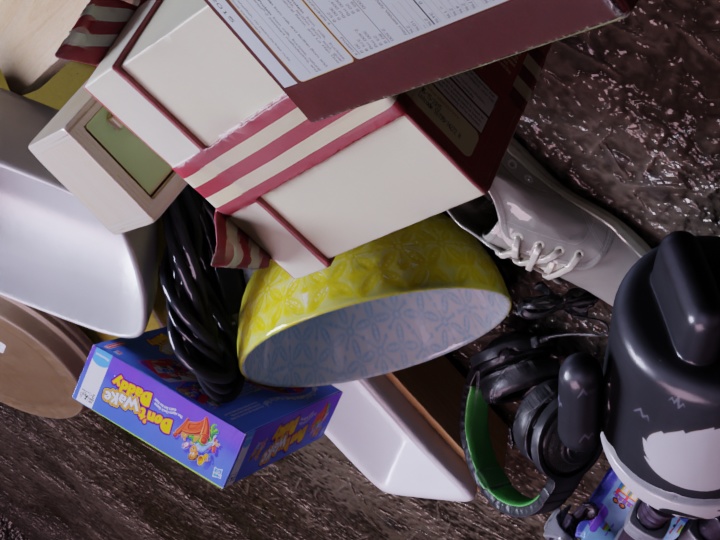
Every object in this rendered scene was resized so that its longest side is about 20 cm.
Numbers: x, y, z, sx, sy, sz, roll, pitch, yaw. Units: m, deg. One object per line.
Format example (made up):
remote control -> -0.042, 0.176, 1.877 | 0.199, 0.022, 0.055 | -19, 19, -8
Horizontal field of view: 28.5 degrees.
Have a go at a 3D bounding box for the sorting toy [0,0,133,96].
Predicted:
sorting toy -> -0.195, -0.233, 0.871 | 0.199, 0.069, 0.201 | -16, 97, 60

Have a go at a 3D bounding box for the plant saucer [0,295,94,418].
plant saucer -> -0.300, 0.063, 1.184 | 0.198, 0.030, 0.201 | 20, 148, 13

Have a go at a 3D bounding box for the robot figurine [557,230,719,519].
robot figurine -> 0.206, 0.064, 0.845 | 0.149, 0.125, 0.201 | 23, 144, 20

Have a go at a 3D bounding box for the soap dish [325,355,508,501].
soap dish -> 0.023, 0.108, 1.221 | 0.200, 0.082, 0.157 | 48, 153, -22

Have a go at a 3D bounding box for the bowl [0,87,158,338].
bowl -> -0.224, -0.048, 0.970 | 0.197, 0.075, 0.201 | 21, 151, 7

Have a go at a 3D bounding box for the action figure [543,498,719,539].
action figure -> 0.196, 0.205, 0.996 | 0.129, 0.070, 0.201 | 30, 137, 1

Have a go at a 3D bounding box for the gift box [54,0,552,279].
gift box -> -0.030, -0.114, 0.743 | 0.185, 0.201, 0.186 | 46, 143, -19

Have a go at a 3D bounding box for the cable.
cable -> -0.120, -0.010, 1.003 | 0.050, 0.163, 0.203 | -7, 109, 4

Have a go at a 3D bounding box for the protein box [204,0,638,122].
protein box -> 0.042, -0.190, 0.556 | 0.135, 0.199, 0.199 | 47, 153, -21

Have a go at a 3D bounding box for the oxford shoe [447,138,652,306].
oxford shoe -> 0.118, -0.022, 0.909 | 0.199, 0.058, 0.075 | 38, 151, -6

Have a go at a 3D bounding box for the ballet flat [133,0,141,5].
ballet flat -> -0.090, -0.146, 0.960 | 0.199, 0.064, 0.076 | 39, 153, -4

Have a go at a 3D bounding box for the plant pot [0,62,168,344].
plant pot -> -0.221, -0.045, 1.165 | 0.198, 0.195, 0.196 | 14, 147, 30

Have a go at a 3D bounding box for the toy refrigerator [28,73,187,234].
toy refrigerator -> -0.101, -0.122, 0.853 | 0.076, 0.201, 0.070 | 47, 153, -20

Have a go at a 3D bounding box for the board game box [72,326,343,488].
board game box -> -0.111, 0.095, 1.088 | 0.133, 0.045, 0.200 | 29, -167, 15

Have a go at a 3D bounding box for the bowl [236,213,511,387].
bowl -> 0.000, 0.000, 1.011 | 0.200, 0.197, 0.109 | 124, 135, -65

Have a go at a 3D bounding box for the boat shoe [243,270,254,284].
boat shoe -> -0.066, 0.016, 1.187 | 0.086, 0.074, 0.202 | 47, 150, 12

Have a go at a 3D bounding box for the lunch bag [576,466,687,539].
lunch bag -> 0.261, 0.154, 1.010 | 0.150, 0.094, 0.201 | 33, 142, 12

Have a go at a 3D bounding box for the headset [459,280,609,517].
headset -> 0.118, 0.092, 1.027 | 0.124, 0.093, 0.201 | 57, 137, 38
